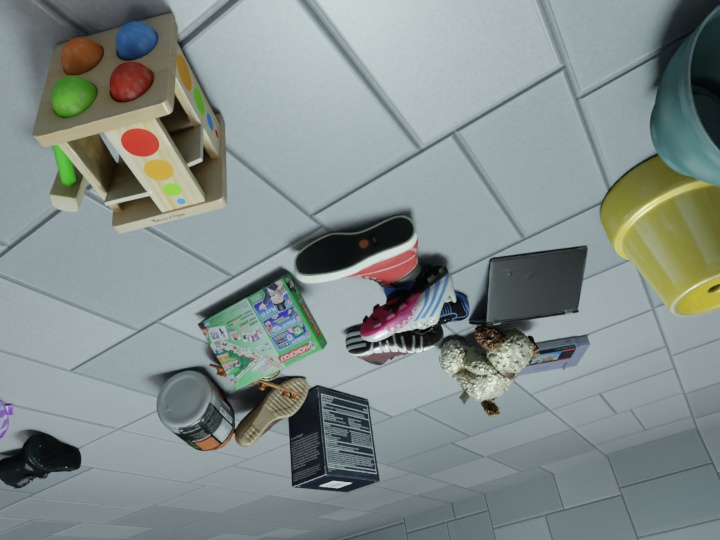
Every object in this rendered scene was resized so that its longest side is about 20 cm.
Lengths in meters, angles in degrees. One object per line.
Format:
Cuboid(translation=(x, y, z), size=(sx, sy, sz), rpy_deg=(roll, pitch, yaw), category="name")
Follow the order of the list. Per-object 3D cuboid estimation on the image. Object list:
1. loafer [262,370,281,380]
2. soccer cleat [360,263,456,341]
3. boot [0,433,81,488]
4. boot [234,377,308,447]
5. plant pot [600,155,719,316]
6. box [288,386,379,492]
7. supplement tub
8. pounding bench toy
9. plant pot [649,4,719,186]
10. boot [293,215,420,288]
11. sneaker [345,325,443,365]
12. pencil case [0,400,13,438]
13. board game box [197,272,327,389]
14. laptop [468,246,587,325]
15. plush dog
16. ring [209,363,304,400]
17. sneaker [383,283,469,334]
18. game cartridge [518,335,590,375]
Cuboid(translation=(-0.196, 0.172, 1.082), size=(0.073, 0.070, 0.202), rpy_deg=(-10, 147, -1), category="loafer")
Cuboid(translation=(0.087, 0.072, 0.923), size=(0.198, 0.069, 0.088), rpy_deg=(-36, 113, -25), category="soccer cleat")
Cuboid(translation=(-0.788, 0.455, 1.326), size=(0.163, 0.078, 0.201), rpy_deg=(-15, 153, 0), category="boot")
Cuboid(translation=(-0.213, 0.319, 1.297), size=(0.199, 0.073, 0.166), rpy_deg=(-41, -175, -18), category="boot")
Cuboid(translation=(0.492, -0.046, 0.844), size=(0.194, 0.193, 0.203), rpy_deg=(-8, 147, -5), category="plant pot")
Cuboid(translation=(-0.067, 0.415, 1.361), size=(0.122, 0.203, 0.198), rpy_deg=(-29, 143, 31), category="box")
Cuboid(translation=(-0.339, 0.305, 1.190), size=(0.119, 0.125, 0.202), rpy_deg=(-10, 147, 0), category="supplement tub")
Cuboid(translation=(-0.252, -0.137, 0.554), size=(0.194, 0.127, 0.157), rpy_deg=(-13, 147, 4), category="pounding bench toy")
Cuboid(translation=(0.422, -0.184, 0.643), size=(0.194, 0.207, 0.134), rpy_deg=(-6, 174, -7), category="plant pot")
Cuboid(translation=(0.000, 0.000, 0.885), size=(0.194, 0.074, 0.145), rpy_deg=(-16, 148, 1), category="boot")
Cuboid(translation=(0.074, 0.144, 1.128), size=(0.194, 0.078, 0.116), rpy_deg=(-6, 153, 13), category="sneaker")
Cuboid(translation=(-0.801, 0.304, 1.098), size=(0.193, 0.087, 0.085), rpy_deg=(-4, -178, -7), category="pencil case")
Cuboid(translation=(-0.168, 0.107, 0.952), size=(0.196, 0.029, 0.137), rpy_deg=(-26, 99, 23), category="board game box")
Cuboid(translation=(0.315, 0.036, 1.082), size=(0.181, 0.120, 0.200), rpy_deg=(-7, 176, -5), category="laptop")
Cuboid(translation=(0.290, 0.195, 1.194), size=(0.195, 0.163, 0.174), rpy_deg=(12, 126, -30), category="plush dog")
Cuboid(translation=(-0.205, 0.222, 1.105), size=(0.195, 0.020, 0.201), rpy_deg=(18, 165, 5), category="ring")
Cuboid(translation=(0.128, 0.080, 1.030), size=(0.195, 0.080, 0.070), rpy_deg=(12, 141, -30), category="sneaker")
Cuboid(translation=(0.445, 0.213, 1.363), size=(0.194, 0.039, 0.131), rpy_deg=(-9, 151, -2), category="game cartridge")
